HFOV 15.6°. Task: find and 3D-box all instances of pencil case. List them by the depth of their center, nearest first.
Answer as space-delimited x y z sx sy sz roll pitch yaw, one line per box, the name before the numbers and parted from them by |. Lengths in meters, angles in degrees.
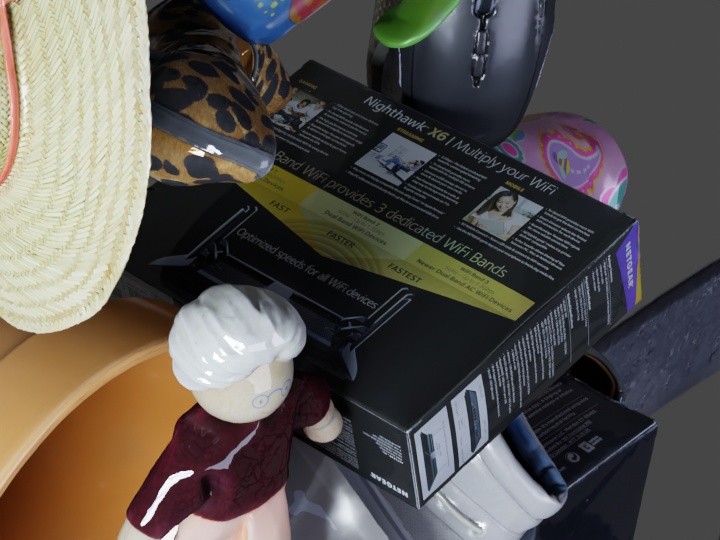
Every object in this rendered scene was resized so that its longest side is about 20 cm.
pencil case | 0.054 -0.029 1.344 0.200 0.087 0.088 -17 130 -52

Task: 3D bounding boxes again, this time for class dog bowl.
dog bowl | -0.038 0.124 1.243 0.059 0.200 0.200 -37 146 -10

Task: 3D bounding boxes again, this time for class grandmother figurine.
grandmother figurine | -0.048 0.083 1.039 0.121 0.061 0.200 -46 151 -40

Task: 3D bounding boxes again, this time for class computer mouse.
computer mouse | 0.027 -0.120 1.204 0.140 0.046 0.200 4 134 -13

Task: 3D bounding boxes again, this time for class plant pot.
plant pot | -0.148 0.083 1.084 0.200 0.140 0.200 -38 145 -33

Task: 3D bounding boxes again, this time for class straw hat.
straw hat | -0.155 -0.072 0.898 0.085 0.201 0.201 -10 126 -36

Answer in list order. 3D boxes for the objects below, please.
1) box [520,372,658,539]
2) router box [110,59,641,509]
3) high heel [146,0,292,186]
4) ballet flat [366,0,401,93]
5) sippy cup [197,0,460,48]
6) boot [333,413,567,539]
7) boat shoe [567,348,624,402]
box | 0.038 0.134 1.369 0.104 0.182 0.200 -30 139 -41
router box | 0.000 0.000 1.172 0.157 0.200 0.052 -40 142 -29
high heel | -0.051 -0.062 1.095 0.200 0.142 0.071 6 111 -58
ballet flat | 0.033 -0.146 1.246 0.067 0.046 0.200 -5 135 -2
sippy cup | -0.031 -0.166 1.059 0.130 0.178 0.140 -46 178 -1
boot | 0.016 0.047 1.234 0.096 0.200 0.074 -35 180 25
boat shoe | 0.086 0.053 1.488 0.200 0.068 0.072 18 102 -58
